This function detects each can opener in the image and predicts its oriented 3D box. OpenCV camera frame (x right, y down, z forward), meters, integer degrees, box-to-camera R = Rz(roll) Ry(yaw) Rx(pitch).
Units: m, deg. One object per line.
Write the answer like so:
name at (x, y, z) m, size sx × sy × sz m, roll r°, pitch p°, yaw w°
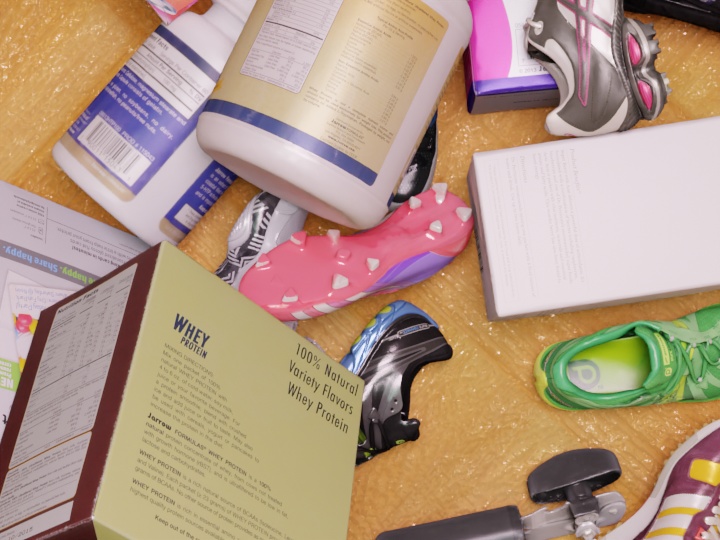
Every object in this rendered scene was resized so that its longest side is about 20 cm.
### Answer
can opener at (0.108, 0.194, 0.992) m, size 0.199 × 0.053 × 0.067 m, roll -16°, pitch 52°, yaw 0°

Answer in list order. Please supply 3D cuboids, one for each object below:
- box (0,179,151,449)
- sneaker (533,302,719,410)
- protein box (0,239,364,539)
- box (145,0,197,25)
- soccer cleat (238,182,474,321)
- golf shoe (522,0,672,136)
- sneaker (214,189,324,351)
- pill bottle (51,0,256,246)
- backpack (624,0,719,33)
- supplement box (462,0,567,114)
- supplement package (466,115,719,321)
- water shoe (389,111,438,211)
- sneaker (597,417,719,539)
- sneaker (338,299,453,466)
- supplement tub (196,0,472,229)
box at (-0.214, 0.052, 0.924) m, size 0.041 × 0.156 × 0.201 m, roll -25°, pitch 55°, yaw 36°
sneaker at (0.232, 0.070, 0.970) m, size 0.199 × 0.084 × 0.074 m, roll -13°, pitch 86°, yaw 1°
protein box at (-0.119, 0.130, 0.845) m, size 0.135 × 0.198 × 0.201 m, roll -26°, pitch 41°, yaw 35°
box at (-0.171, -0.290, 0.958) m, size 0.103 × 0.095 × 0.200 m, roll -39°, pitch 55°, yaw 1°
soccer cleat at (0.000, 0.000, 0.952) m, size 0.199 × 0.077 × 0.067 m, roll -25°, pitch 57°, yaw -27°
golf shoe at (0.149, -0.192, 0.893) m, size 0.088 × 0.077 × 0.201 m, roll -15°, pitch 86°, yaw 7°
sneaker at (-0.061, 0.022, 0.992) m, size 0.115 × 0.075 × 0.200 m, roll 32°, pitch 93°, yaw 2°
pill bottle at (-0.125, -0.124, 0.977) m, size 0.120 × 0.120 × 0.200 m, roll 42°, pitch 89°, yaw 4°
backpack at (0.299, -0.234, 0.953) m, size 0.199 × 0.163 × 0.154 m, roll 26°, pitch 74°, yaw -3°
supplement box at (0.124, -0.228, 0.981) m, size 0.101 × 0.103 × 0.201 m, roll -4°, pitch 88°, yaw 2°
supplement package at (0.187, -0.035, 0.959) m, size 0.199 × 0.120 × 0.122 m, roll -8°, pitch 85°, yaw 2°
water shoe at (0.025, -0.147, 0.992) m, size 0.071 × 0.079 × 0.201 m, roll 1°, pitch 87°, yaw 2°
sneaker at (0.245, 0.200, 0.950) m, size 0.075 × 0.090 × 0.200 m, roll 37°, pitch 96°, yaw -33°
sneaker at (0.000, 0.119, 0.983) m, size 0.083 × 0.071 × 0.200 m, roll 35°, pitch 88°, yaw 6°
supplement tub at (-0.010, -0.145, 0.883) m, size 0.144 × 0.144 × 0.201 m, roll 26°, pitch 85°, yaw 3°
